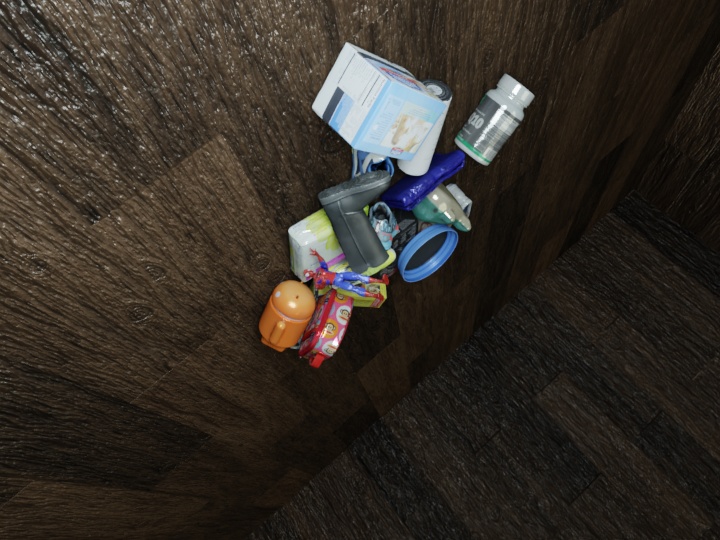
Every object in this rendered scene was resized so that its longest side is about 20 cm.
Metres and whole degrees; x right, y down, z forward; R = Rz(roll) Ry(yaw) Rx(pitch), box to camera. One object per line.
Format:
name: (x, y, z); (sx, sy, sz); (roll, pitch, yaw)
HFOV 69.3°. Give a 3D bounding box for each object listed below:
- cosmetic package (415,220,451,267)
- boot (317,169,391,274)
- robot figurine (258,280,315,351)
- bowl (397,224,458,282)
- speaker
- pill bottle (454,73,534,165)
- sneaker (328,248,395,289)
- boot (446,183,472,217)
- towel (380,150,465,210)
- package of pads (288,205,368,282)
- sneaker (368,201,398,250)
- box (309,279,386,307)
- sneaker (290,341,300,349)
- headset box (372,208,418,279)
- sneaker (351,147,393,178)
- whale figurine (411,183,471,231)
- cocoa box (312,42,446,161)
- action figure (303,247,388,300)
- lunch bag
cosmetic package: (0.198, -0.117, 1.542); (0.102, 0.087, 0.202); (-22, 148, -34)
boot: (0.018, -0.098, 1.115); (0.162, 0.066, 0.202); (-15, 119, 18)
robot figurine: (-0.181, 0.107, 1.288); (0.142, 0.117, 0.202); (-11, 141, -45)
bowl: (0.190, -0.052, 1.489); (0.198, 0.040, 0.202); (-30, 151, -18)
speaker: (0.139, -0.311, 1.156); (0.080, 0.081, 0.202); (-28, 151, -29)
pill bottle: (0.337, -0.379, 1.314); (0.112, 0.113, 0.201); (0, 131, -56)
sneaker: (0.000, 0.000, 1.289); (0.197, 0.077, 0.076); (-21, 129, -8)
boot: (0.268, -0.157, 1.576); (0.073, 0.096, 0.202); (-26, 150, -32)
towel: (0.152, -0.217, 1.272); (0.199, 0.050, 0.147); (-38, -162, -10)
package of pads: (-0.073, -0.078, 1.214); (0.198, 0.068, 0.156); (-33, 154, -23)
sneaker: (0.057, -0.123, 1.259); (0.201, 0.078, 0.097); (-80, 176, -62)
box: (-0.035, 0.059, 1.380); (0.196, 0.051, 0.075); (4, 154, -17)
sneaker: (-0.166, 0.153, 1.437); (0.071, 0.072, 0.202); (-20, 144, -25)
headset box: (0.084, -0.066, 1.463); (0.148, 0.077, 0.201); (-36, 155, -15)
sneaker: (0.028, -0.212, 1.143); (0.074, 0.082, 0.201); (-39, 156, -14)
whale figurine: (0.209, -0.162, 1.391); (0.199, 0.160, 0.104); (33, 113, -32)
cocoa box: (0.039, -0.301, 0.958); (0.198, 0.131, 0.134); (-5, 136, -53)
action figure: (-0.047, 0.010, 1.126); (0.099, 0.196, 0.066); (53, 51, -56)
lunch bag: (-0.089, 0.151, 1.274); (0.200, 0.081, 0.179); (136, -25, -64)
